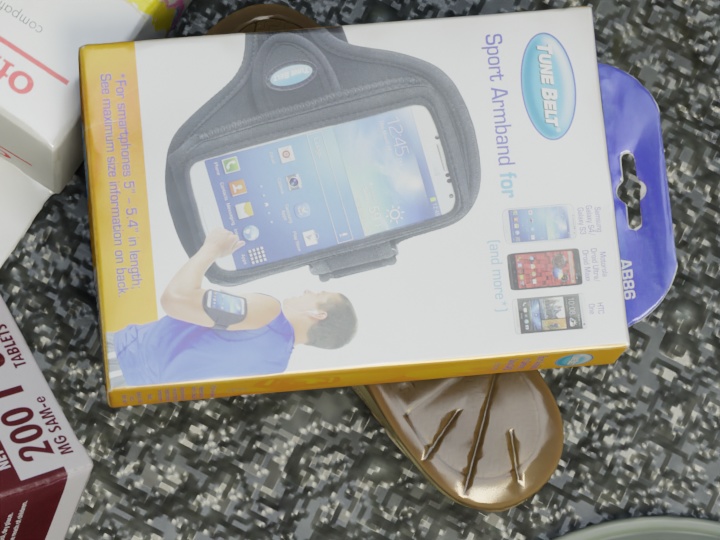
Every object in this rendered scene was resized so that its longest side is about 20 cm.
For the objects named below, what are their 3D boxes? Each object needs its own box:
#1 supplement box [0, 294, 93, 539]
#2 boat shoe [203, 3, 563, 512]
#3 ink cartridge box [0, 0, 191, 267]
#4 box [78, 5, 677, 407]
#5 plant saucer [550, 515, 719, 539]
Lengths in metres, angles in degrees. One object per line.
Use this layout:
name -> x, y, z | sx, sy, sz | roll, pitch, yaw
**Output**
supplement box -> -0.202, 0.065, 0.917 | 0.199, 0.061, 0.109 | -18, 64, -29
boat shoe -> 0.000, 0.000, 0.992 | 0.071, 0.065, 0.201 | -28, 82, -8
ink cartridge box -> -0.124, -0.111, 1.004 | 0.117, 0.067, 0.200 | 32, 76, 1
box -> 0.008, -0.023, 0.944 | 0.199, 0.041, 0.120 | -6, 80, -3
plant saucer -> 0.112, 0.182, 0.969 | 0.199, 0.050, 0.201 | 1, 76, -6
